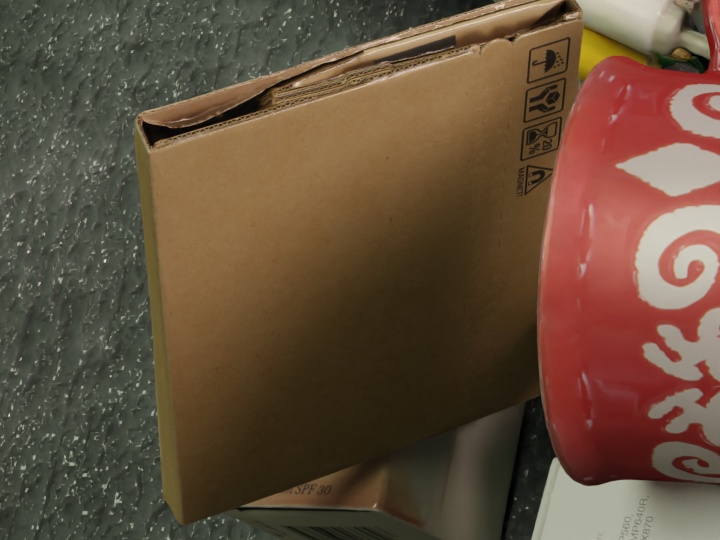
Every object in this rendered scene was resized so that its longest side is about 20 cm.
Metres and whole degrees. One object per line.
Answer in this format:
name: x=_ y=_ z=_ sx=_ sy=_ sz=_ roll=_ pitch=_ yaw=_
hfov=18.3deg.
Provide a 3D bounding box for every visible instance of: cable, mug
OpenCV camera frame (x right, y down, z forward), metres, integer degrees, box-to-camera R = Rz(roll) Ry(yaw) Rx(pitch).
cable: x=0.044 y=-0.124 z=0.826 sx=0.198 sy=0.050 sz=0.098 roll=15 pitch=117 yaw=14
mug: x=0.164 y=-0.012 z=0.654 sx=0.198 sy=0.133 sz=0.179 roll=6 pitch=111 yaw=23

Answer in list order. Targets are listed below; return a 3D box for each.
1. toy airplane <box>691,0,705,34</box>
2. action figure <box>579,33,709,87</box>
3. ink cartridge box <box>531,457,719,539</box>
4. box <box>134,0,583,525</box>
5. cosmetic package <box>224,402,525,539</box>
toy airplane: x=0.130 y=-0.150 z=0.906 sx=0.198 sy=0.200 sz=0.142 roll=-21 pitch=98 yaw=19
action figure: x=0.067 y=-0.057 z=0.877 sx=0.198 sy=0.055 sz=0.118 roll=-18 pitch=10 yaw=-2
ink cartridge box: x=0.169 y=0.127 z=0.738 sx=0.199 sy=0.145 sz=0.086 roll=1 pitch=71 yaw=41
box: x=0.000 y=0.000 z=0.810 sx=0.162 sy=0.201 sz=0.021 roll=-19 pitch=50 yaw=-17
cosmetic package: x=0.015 y=0.020 z=0.972 sx=0.103 sy=0.087 sz=0.202 roll=-6 pitch=64 yaw=40
